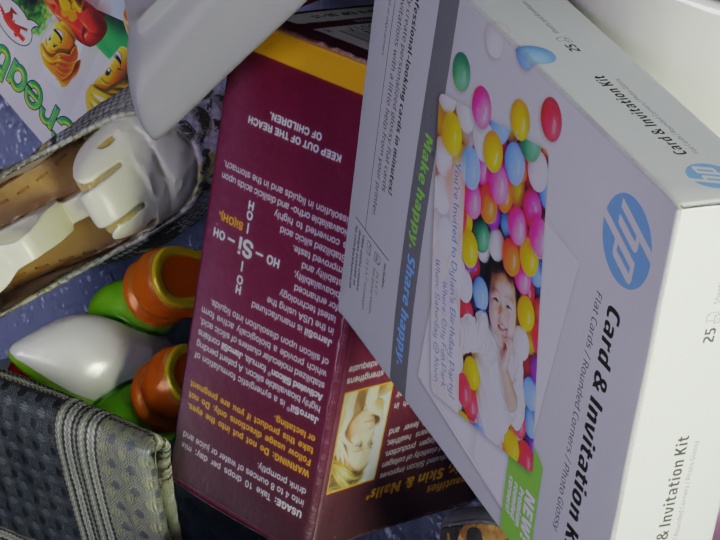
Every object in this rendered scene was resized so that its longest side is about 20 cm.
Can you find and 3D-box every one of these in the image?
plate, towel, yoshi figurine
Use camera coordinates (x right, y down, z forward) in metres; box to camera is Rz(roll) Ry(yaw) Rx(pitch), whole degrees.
[{"bbox_3d":[-0.045,-0.176,0.844,0.199,0.032,0.201,-35,46,56],"label":"plate"},{"bbox_3d":[-0.138,0.127,0.988,0.192,0.035,0.201,15,128,35],"label":"towel"},{"bbox_3d":[-0.115,0.065,1.026,0.199,0.112,0.112,-28,100,42],"label":"yoshi figurine"}]

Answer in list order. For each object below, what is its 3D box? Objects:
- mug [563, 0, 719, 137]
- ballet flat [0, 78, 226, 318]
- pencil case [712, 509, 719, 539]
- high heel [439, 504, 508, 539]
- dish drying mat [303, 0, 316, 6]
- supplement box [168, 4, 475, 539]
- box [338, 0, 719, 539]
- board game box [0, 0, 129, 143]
[{"bbox_3d":[0.128,-0.038,0.769,0.148,0.187,0.154,16,113,10],"label":"mug"},{"bbox_3d":[-0.127,-0.025,0.973,0.199,0.072,0.072,-28,78,7],"label":"ballet flat"},{"bbox_3d":[0.152,0.089,0.796,0.199,0.087,0.088,29,116,34],"label":"pencil case"},{"bbox_3d":[0.089,0.171,0.843,0.142,0.071,0.201,28,141,22],"label":"high heel"},{"bbox_3d":[0.030,-0.164,0.851,0.199,0.018,0.077,-17,87,41],"label":"dish drying mat"},{"bbox_3d":[0.000,0.000,0.893,0.085,0.110,0.201,25,114,37],"label":"supplement box"},{"bbox_3d":[0.055,-0.003,0.705,0.200,0.041,0.157,-128,38,-49],"label":"box"},{"bbox_3d":[-0.146,-0.143,1.048,0.200,0.034,0.127,47,126,25],"label":"board game box"}]
